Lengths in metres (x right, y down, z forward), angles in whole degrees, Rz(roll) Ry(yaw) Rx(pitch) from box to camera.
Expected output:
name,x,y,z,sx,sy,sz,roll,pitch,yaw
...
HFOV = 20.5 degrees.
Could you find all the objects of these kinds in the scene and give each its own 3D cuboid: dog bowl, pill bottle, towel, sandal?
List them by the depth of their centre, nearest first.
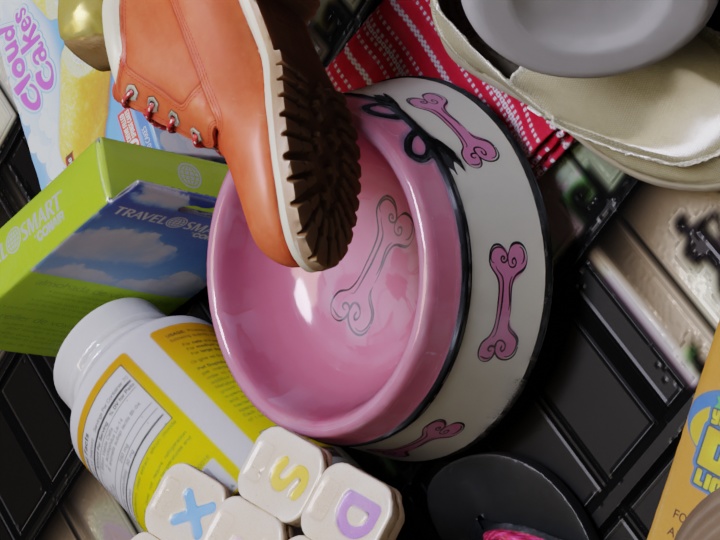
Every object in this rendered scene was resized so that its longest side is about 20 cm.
name,x,y,z,sx,sy,sz,roll,pitch,yaw
pill bottle,0.098,-0.193,0.881,0.112,0.112,0.201,-35,39,39
sandal,0.095,0.164,0.973,0.200,0.045,0.075,50,123,32
dog bowl,0.000,0.000,1.017,0.199,0.073,0.202,0,90,46
towel,0.030,-0.076,1.052,0.200,0.022,0.145,-47,58,35
pill bottle,-0.088,0.100,1.110,0.200,0.109,0.110,41,118,37

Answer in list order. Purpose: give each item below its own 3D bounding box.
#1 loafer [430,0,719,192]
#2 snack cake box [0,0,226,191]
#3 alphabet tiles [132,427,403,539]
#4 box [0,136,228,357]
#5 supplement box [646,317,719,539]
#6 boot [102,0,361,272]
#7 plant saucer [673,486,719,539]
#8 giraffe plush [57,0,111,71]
name,x,y,z,sx,sy,sz,roll,pitch,yaw
loafer,0.105,-0.096,0.924,0.199,0.068,0.076,26,92,33
snack cake box,-0.156,-0.129,1.206,0.115,0.067,0.201,-35,66,39
alphabet tiles,-0.059,0.179,0.964,0.195,0.015,0.201,26,85,41
box,-0.142,-0.012,1.152,0.200,0.121,0.048,-36,58,39
supplement box,0.175,0.098,0.878,0.066,0.069,0.201,28,108,40
boot,-0.065,-0.078,0.961,0.107,0.075,0.201,-24,64,19
plant saucer,0.213,0.150,0.777,0.199,0.030,0.201,16,138,15
giraffe plush,-0.064,-0.202,1.058,0.161,0.172,0.201,-12,99,33
